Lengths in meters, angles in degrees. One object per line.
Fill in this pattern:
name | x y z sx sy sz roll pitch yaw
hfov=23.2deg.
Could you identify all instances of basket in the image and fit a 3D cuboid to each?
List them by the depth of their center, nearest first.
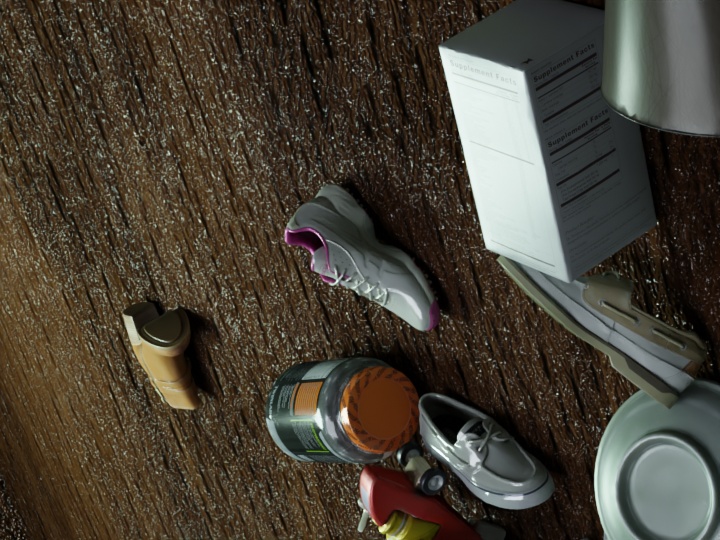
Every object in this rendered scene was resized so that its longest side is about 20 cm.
basket | 0.236 -0.214 1.209 0.180 0.136 0.201 22 133 44

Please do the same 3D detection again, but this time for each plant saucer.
plant saucer | 0.280 0.194 1.546 0.199 0.050 0.201 -1 89 42

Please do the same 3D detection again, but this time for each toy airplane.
toy airplane | 0.074 0.303 1.974 0.199 0.141 0.200 45 180 11

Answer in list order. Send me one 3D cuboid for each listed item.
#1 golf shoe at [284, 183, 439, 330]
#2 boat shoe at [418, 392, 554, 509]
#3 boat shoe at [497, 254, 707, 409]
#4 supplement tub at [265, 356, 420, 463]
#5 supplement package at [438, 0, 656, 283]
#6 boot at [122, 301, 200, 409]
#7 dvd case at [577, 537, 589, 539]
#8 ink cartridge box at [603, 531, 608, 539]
golf shoe | 0.000 0.000 1.879 0.200 0.091 0.075 46 150 20
boat shoe | 0.130 0.188 1.887 0.200 0.072 0.066 36 152 52
boat shoe | 0.213 0.033 1.538 0.200 0.069 0.075 39 -176 0
supplement tub | -0.019 0.164 2.049 0.200 0.122 0.123 -9 111 62
supplement package | 0.159 -0.112 1.465 0.114 0.109 0.201 26 139 48
boot | -0.264 0.132 2.493 0.200 0.073 0.155 27 141 65
dvd case | 0.273 0.390 1.820 0.200 0.017 0.143 -117 11 -58
ink cartridge box | 0.325 0.282 1.633 0.200 0.084 0.145 37 146 34
